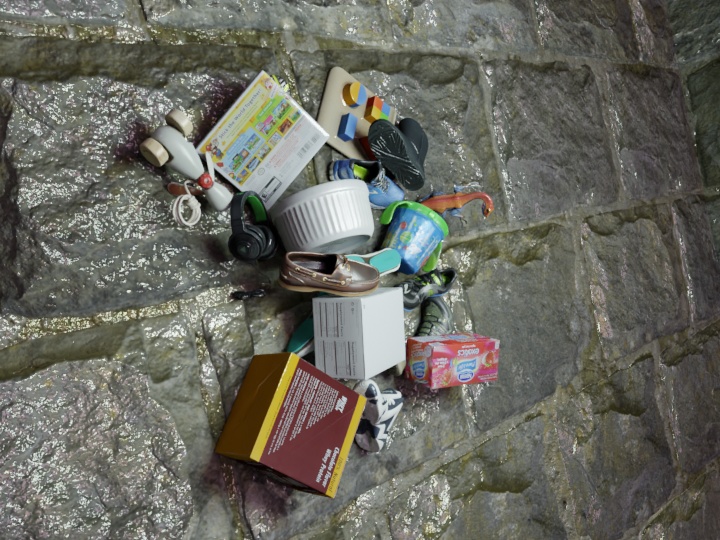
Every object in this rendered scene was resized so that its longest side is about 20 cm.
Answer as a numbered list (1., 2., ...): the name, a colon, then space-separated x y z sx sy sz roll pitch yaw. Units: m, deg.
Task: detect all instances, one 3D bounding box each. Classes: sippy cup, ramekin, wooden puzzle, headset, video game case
1. sippy cup: 0.112 -0.067 1.526 0.177 0.140 0.131 32 72 -4
2. ramekin: -0.067 -0.091 1.313 0.199 0.200 0.106 -12 79 -41
3. wooden puzzle: 0.000 -0.341 1.521 0.199 0.046 0.187 26 67 -35
4. headset: -0.213 -0.047 1.268 0.123 0.093 0.202 -12 92 -74
5. video game case: -0.187 -0.247 1.295 0.182 0.023 0.200 41 90 -24

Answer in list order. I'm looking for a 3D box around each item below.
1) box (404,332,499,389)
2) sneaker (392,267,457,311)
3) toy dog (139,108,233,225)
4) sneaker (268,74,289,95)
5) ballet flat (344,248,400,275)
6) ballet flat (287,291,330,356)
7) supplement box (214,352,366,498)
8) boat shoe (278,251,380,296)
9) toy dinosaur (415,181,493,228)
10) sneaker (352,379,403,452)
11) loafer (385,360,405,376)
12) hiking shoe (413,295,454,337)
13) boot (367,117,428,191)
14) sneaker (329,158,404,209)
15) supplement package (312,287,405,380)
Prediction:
1. box: 0.206 0.198 1.497 0.199 0.099 0.096 -1 97 -34
2. sneaker: 0.144 0.033 1.515 0.199 0.083 0.071 -19 66 -40
3. toy dog: -0.320 -0.187 1.207 0.131 0.096 0.201 -31 117 -30
4. sneaker: -0.181 -0.284 1.341 0.075 0.076 0.202 7 98 -23
5. ballet flat: 0.000 0.000 1.402 0.199 0.069 0.070 -15 93 -42
6. ballet flat: -0.079 0.109 1.374 0.069 0.069 0.201 45 54 -26
7. supplement box: -0.126 0.289 1.255 0.200 0.132 0.199 36 62 -30
8. boat shoe: -0.052 0.003 1.253 0.198 0.071 0.071 1 42 -20
9. toy dinosaur: 0.214 -0.147 1.582 0.199 0.181 0.106 -14 92 -40
10. sneaker: 0.036 0.271 1.407 0.130 0.079 0.200 -56 143 -44
11. loafer: 0.065 0.133 1.481 0.068 0.075 0.202 -18 94 -34
12. hiking shoe: 0.163 0.154 1.561 0.100 0.075 0.202 2 83 -43
13. boot: 0.089 -0.300 1.535 0.200 0.076 0.169 48 32 -32
14. sneaker: 0.028 -0.194 1.493 0.199 0.089 0.079 18 72 -38
15. supplement package: 0.002 0.122 1.351 0.200 0.110 0.157 -10 97 -63
